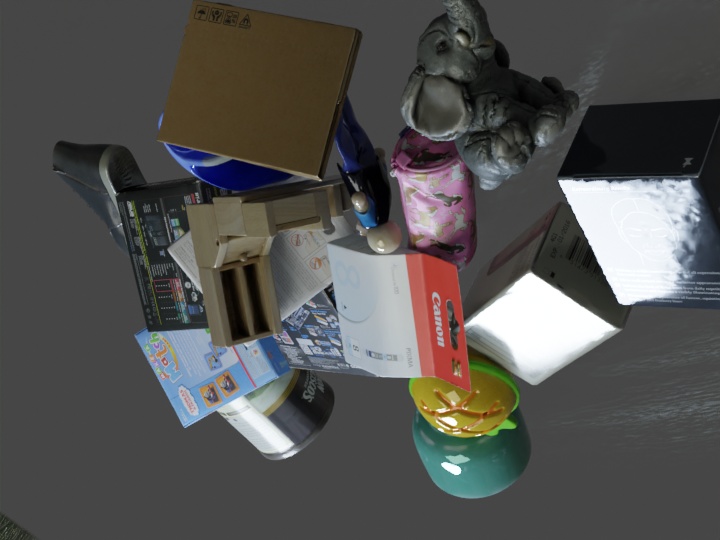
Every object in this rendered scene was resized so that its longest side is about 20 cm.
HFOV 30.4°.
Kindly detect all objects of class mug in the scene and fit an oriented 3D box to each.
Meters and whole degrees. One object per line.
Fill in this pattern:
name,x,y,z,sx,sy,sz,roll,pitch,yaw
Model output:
mug,0.134,0.216,1.822,0.185,0.152,0.114,8,143,28

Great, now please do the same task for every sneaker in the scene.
sneaker,-0.344,-0.099,1.818,0.106,0.075,0.200,15,137,29

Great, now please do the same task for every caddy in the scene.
caddy,-0.143,-0.162,1.529,0.200,0.105,0.141,-12,132,46

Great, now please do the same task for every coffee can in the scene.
coffee can,-0.156,0.166,1.975,0.146,0.146,0.200,-10,132,45

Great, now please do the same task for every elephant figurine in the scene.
elephant figurine,0.106,-0.191,1.306,0.200,0.155,0.142,42,-169,-3

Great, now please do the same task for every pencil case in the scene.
pencil case,0.086,-0.077,1.502,0.086,0.083,0.200,13,147,20

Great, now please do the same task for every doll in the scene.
doll,0.002,-0.111,1.478,0.048,0.136,0.200,-16,109,20

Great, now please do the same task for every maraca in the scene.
maraca,0.133,0.160,1.656,0.137,0.107,0.200,3,149,15

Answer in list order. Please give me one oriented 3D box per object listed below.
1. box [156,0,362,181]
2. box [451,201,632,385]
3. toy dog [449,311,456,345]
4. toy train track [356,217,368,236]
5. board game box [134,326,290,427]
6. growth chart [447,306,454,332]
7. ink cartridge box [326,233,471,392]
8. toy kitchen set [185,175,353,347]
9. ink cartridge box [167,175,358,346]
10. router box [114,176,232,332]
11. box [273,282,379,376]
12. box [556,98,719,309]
box,-0.111,-0.195,1.418,0.200,0.164,0.021,14,179,21
box,0.216,0.030,1.533,0.128,0.109,0.200,32,149,-8
toy dog,0.069,0.071,1.672,0.132,0.096,0.200,-36,115,24
toy train track,0.000,0.000,1.712,0.115,0.033,0.200,29,146,16
board game box,-0.207,0.112,1.830,0.200,0.037,0.151,-30,88,34
growth chart,0.060,0.081,1.811,0.145,0.018,0.200,26,149,4
ink cartridge box,0.043,0.053,1.552,0.200,0.047,0.160,19,123,52
toy kitchen set,-0.075,-0.011,1.544,0.200,0.163,0.181,3,105,58
ink cartridge box,-0.113,-0.027,1.649,0.161,0.200,0.050,52,-175,-6
router box,-0.227,-0.022,1.739,0.150,0.062,0.200,-4,104,34
box,-0.073,0.051,1.784,0.200,0.050,0.199,1,129,50
box,0.309,-0.063,1.329,0.148,0.107,0.200,2,141,36
